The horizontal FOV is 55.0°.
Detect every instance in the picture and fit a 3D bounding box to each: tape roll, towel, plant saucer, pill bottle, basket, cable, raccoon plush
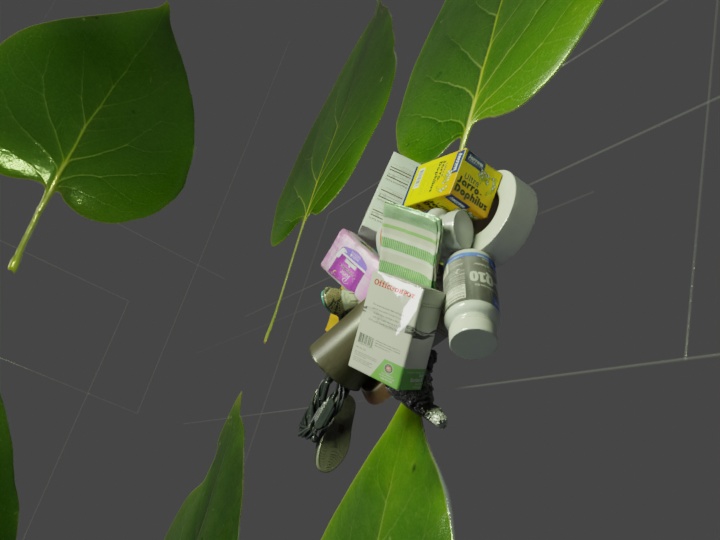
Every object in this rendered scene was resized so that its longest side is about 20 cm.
[{"bbox_3d":[0.285,-0.109,1.479,0.203,0.070,0.205,-48,27,33],"label":"tape roll"},{"bbox_3d":[0.099,-0.027,1.440,0.150,0.023,0.205,19,115,34],"label":"towel"},{"bbox_3d":[0.052,0.221,1.668,0.201,0.034,0.203,-49,26,33],"label":"plant saucer"},{"bbox_3d":[0.139,-0.070,1.483,0.197,0.111,0.114,-10,53,40],"label":"pill bottle"},{"bbox_3d":[0.007,0.158,1.612,0.200,0.179,0.137,-46,46,10],"label":"basket"},{"bbox_3d":[-0.086,0.323,1.695,0.203,0.050,0.163,-63,12,-16],"label":"cable"},{"bbox_3d":[0.220,0.066,1.371,0.114,0.112,0.203,-42,30,38],"label":"pill bottle"},{"bbox_3d":[0.145,0.233,1.433,0.198,0.097,0.135,29,78,42],"label":"raccoon plush"}]

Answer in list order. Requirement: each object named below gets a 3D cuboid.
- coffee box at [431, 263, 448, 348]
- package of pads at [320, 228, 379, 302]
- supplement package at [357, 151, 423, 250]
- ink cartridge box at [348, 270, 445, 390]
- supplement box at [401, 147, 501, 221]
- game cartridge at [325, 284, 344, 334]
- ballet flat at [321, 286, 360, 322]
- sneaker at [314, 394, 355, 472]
[{"bbox_3d":[0.132,0.063,1.564,0.080,0.113,0.203,-40,32,38],"label":"coffee box"},{"bbox_3d":[0.000,0.000,1.721,0.199,0.075,0.122,40,102,36],"label":"package of pads"},{"bbox_3d":[0.097,-0.157,1.772,0.191,0.144,0.204,121,173,-80],"label":"supplement package"},{"bbox_3d":[0.072,0.118,1.388,0.144,0.083,0.205,19,96,42],"label":"ink cartridge box"},{"bbox_3d":[0.195,-0.173,1.511,0.199,0.107,0.112,-9,56,63],"label":"supplement box"},{"bbox_3d":[-0.022,0.087,1.820,0.175,0.032,0.204,6,73,65],"label":"game cartridge"},{"bbox_3d":[-0.035,0.085,1.648,0.073,0.201,0.069,-12,64,8],"label":"ballet flat"},{"bbox_3d":[-0.074,0.409,1.699,0.106,0.074,0.203,-40,22,50],"label":"sneaker"}]
